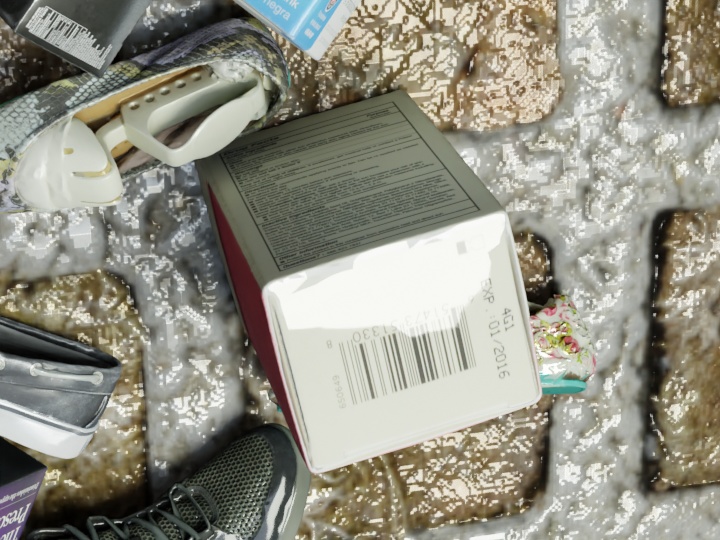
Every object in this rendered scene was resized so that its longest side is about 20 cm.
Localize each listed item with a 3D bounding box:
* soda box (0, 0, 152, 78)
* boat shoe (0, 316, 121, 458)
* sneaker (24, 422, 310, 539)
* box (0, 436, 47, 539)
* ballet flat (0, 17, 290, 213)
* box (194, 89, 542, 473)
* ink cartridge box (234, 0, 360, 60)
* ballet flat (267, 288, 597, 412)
[{"bbox_3d":[-0.111,-0.203,1.036,0.063,0.071,0.201,26,104,-48],"label":"soda box"},{"bbox_3d":[-0.221,0.037,1.111,0.199,0.072,0.068,24,106,-24],"label":"boat shoe"},{"bbox_3d":[-0.117,0.159,1.168,0.199,0.076,0.114,-44,144,9],"label":"sneaker"},{"bbox_3d":[-0.261,0.164,1.079,0.078,0.200,0.142,30,106,14],"label":"box"},{"bbox_3d":[-0.124,-0.071,1.075,0.199,0.072,0.073,-25,115,-14],"label":"ballet flat"},{"bbox_3d":[0.000,0.000,1.080,0.127,0.200,0.110,-17,115,-7],"label":"box"},{"bbox_3d":[0.000,-0.210,0.999,0.083,0.145,0.201,36,94,3],"label":"ink cartridge box"},{"bbox_3d":[0.040,0.044,1.192,0.198,0.076,0.065,-3,81,-18],"label":"ballet flat"}]
